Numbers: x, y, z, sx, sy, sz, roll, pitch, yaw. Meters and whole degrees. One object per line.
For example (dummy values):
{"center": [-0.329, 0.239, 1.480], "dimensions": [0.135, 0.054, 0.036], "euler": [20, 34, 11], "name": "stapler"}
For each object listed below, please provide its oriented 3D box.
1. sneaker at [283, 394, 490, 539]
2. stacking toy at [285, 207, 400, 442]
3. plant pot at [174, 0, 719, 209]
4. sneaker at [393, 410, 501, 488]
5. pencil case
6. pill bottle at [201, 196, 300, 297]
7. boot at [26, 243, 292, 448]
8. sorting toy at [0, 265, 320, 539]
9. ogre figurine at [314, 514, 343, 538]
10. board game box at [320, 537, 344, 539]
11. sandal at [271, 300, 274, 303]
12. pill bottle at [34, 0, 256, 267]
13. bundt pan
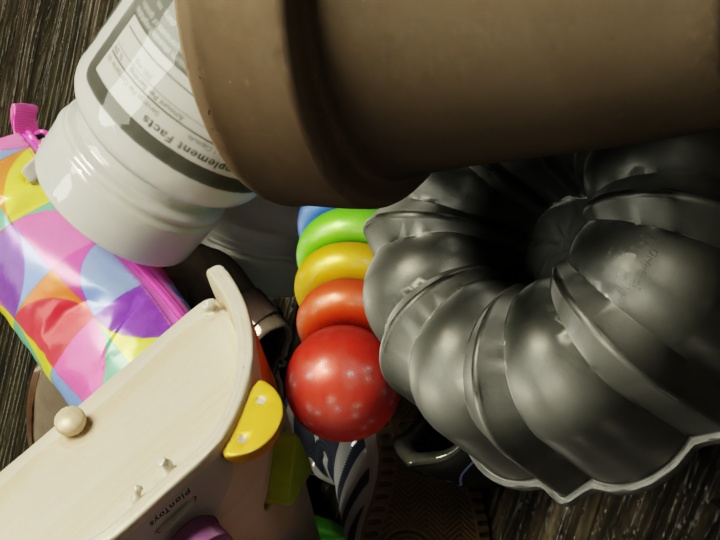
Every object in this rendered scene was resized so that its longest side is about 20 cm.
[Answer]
{"center": [0.008, 0.118, 0.969], "dimensions": [0.108, 0.070, 0.200], "euler": [136, 134, -55], "name": "sneaker"}
{"center": [0.000, 0.000, 0.920], "dimensions": [0.085, 0.085, 0.200], "euler": [125, 160, -46], "name": "stacking toy"}
{"center": [0.057, -0.112, 0.653], "dimensions": [0.174, 0.200, 0.201], "euler": [7, 94, 22], "name": "plant pot"}
{"center": [0.071, 0.007, 0.845], "dimensions": [0.070, 0.078, 0.200], "euler": [39, 122, 60], "name": "sneaker"}
{"center": [-0.142, 0.011, 0.974], "dimensions": [0.200, 0.088, 0.088], "euler": [50, 136, 19], "name": "pencil case"}
{"center": [-0.041, -0.092, 1.049], "dimensions": [0.112, 0.112, 0.200], "euler": [-132, 48, -56], "name": "pill bottle"}
{"center": [-0.111, 0.074, 1.054], "dimensions": [0.146, 0.070, 0.200], "euler": [30, 123, 31], "name": "boot"}
{"center": [-0.084, 0.136, 0.883], "dimensions": [0.107, 0.200, 0.180], "euler": [32, 156, 41], "name": "sorting toy"}
{"center": [-0.071, 0.176, 1.091], "dimensions": [0.098, 0.200, 0.120], "euler": [34, 114, 11], "name": "ogre figurine"}
{"center": [-0.073, 0.215, 0.970], "dimensions": [0.040, 0.200, 0.153], "euler": [-166, 81, -64], "name": "board game box"}
{"center": [-0.094, 0.103, 1.145], "dimensions": [0.203, 0.050, 0.082], "euler": [-61, 15, -23], "name": "sandal"}
{"center": [-0.069, -0.105, 0.929], "dimensions": [0.200, 0.114, 0.114], "euler": [-50, 40, 26], "name": "pill bottle"}
{"center": [0.078, -0.014, 0.750], "dimensions": [0.202, 0.076, 0.202], "euler": [-22, 56, 36], "name": "bundt pan"}
